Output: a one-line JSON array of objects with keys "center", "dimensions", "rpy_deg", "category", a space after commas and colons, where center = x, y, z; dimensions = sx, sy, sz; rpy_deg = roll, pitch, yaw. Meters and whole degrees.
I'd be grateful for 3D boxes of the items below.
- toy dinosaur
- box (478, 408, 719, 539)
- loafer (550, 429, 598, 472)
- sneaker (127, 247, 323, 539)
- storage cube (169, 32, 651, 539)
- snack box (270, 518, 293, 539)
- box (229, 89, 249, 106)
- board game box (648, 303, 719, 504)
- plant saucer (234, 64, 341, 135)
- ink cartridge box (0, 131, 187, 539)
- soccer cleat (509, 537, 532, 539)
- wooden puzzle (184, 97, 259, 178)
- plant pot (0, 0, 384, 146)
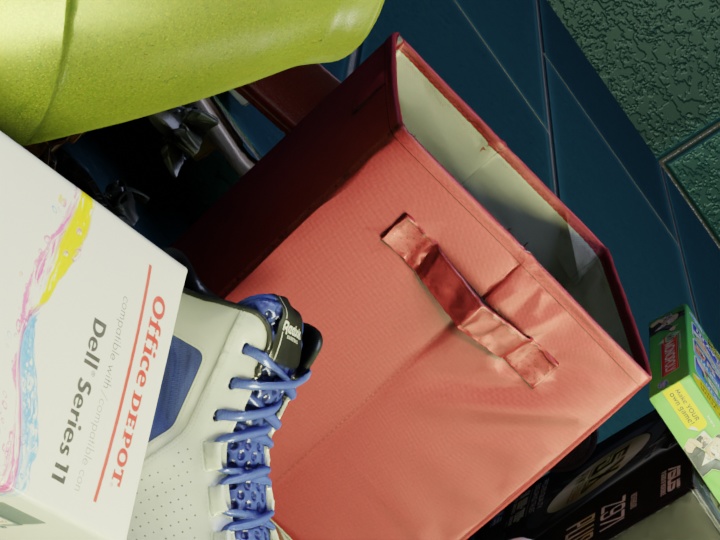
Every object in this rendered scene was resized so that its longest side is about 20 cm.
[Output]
[{"center": [-0.144, -0.082, 0.976], "dimensions": [0.136, 0.102, 0.200], "rpy_deg": [38, 41, -8], "category": "toy dinosaur"}, {"center": [0.154, 0.170, 1.242], "dimensions": [0.086, 0.163, 0.200], "rpy_deg": [56, 16, -6], "category": "box"}, {"center": [0.063, 0.052, 1.296], "dimensions": [0.199, 0.072, 0.063], "rpy_deg": [32, 16, -11], "category": "loafer"}, {"center": [-0.063, 0.070, 0.864], "dimensions": [0.080, 0.115, 0.200], "rpy_deg": [22, 38, -63], "category": "sneaker"}, {"center": [0.011, 0.021, 1.009], "dimensions": [0.171, 0.180, 0.200], "rpy_deg": [44, 15, -15], "category": "storage cube"}, {"center": [0.007, 0.201, 0.991], "dimensions": [0.201, 0.024, 0.072], "rpy_deg": [61, 17, 12], "category": "snack box"}, {"center": [-0.103, -0.236, 1.384], "dimensions": [0.177, 0.096, 0.200], "rpy_deg": [46, 18, -27], "category": "box"}, {"center": [0.232, 0.126, 1.211], "dimensions": [0.200, 0.029, 0.135], "rpy_deg": [55, 14, -10], "category": "board game box"}, {"center": [-0.030, -0.094, 1.208], "dimensions": [0.199, 0.037, 0.200], "rpy_deg": [42, 0, 5], "category": "plant saucer"}, {"center": [-0.131, 0.027, 0.747], "dimensions": [0.200, 0.067, 0.118], "rpy_deg": [39, 55, -49], "category": "ink cartridge box"}, {"center": [0.103, 0.237, 1.099], "dimensions": [0.201, 0.085, 0.069], "rpy_deg": [61, 16, 14], "category": "soccer cleat"}, {"center": [-0.116, -0.122, 1.176], "dimensions": [0.200, 0.037, 0.185], "rpy_deg": [51, 0, -5], "category": "wooden puzzle"}, {"center": [-0.095, -0.145, 0.844], "dimensions": [0.192, 0.201, 0.201], "rpy_deg": [-5, 54, -28], "category": "plant pot"}]
